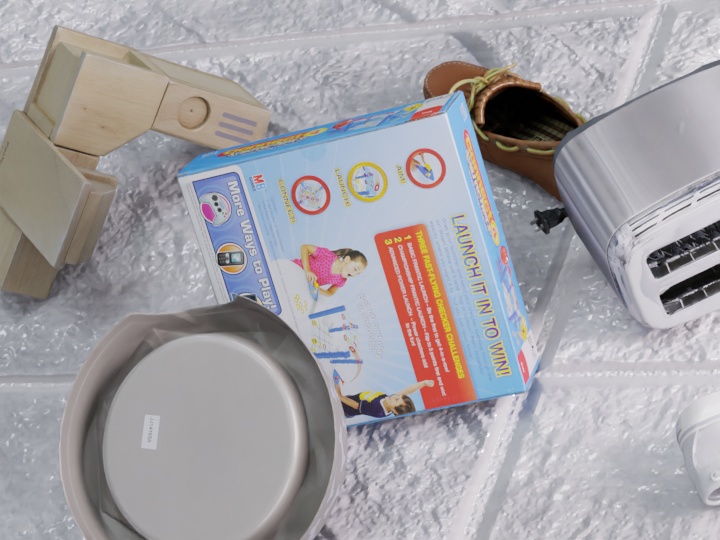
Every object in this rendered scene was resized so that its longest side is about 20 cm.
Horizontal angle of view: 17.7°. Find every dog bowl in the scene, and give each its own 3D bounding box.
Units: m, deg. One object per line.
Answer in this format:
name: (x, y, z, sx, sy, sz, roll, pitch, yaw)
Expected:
dog bowl: (-0.098, 0.116, 1.528, 0.198, 0.059, 0.202, -4, 79, 21)

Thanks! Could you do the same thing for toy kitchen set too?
toy kitchen set: (-0.179, -0.057, 1.845, 0.163, 0.179, 0.201, 42, 113, 54)

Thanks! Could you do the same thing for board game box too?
board game box: (0.000, 0.000, 1.562, 0.194, 0.202, 0.056, -12, 16, 18)

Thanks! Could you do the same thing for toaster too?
toaster: (0.219, -0.048, 1.560, 0.199, 0.114, 0.130, -24, 39, 1)

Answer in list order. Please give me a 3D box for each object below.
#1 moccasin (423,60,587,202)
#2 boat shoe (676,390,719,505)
moccasin: (0.109, -0.116, 1.732, 0.073, 0.078, 0.201, -33, 38, -9)
boat shoe: (0.291, 0.092, 1.394, 0.198, 0.072, 0.069, -14, 60, 7)
